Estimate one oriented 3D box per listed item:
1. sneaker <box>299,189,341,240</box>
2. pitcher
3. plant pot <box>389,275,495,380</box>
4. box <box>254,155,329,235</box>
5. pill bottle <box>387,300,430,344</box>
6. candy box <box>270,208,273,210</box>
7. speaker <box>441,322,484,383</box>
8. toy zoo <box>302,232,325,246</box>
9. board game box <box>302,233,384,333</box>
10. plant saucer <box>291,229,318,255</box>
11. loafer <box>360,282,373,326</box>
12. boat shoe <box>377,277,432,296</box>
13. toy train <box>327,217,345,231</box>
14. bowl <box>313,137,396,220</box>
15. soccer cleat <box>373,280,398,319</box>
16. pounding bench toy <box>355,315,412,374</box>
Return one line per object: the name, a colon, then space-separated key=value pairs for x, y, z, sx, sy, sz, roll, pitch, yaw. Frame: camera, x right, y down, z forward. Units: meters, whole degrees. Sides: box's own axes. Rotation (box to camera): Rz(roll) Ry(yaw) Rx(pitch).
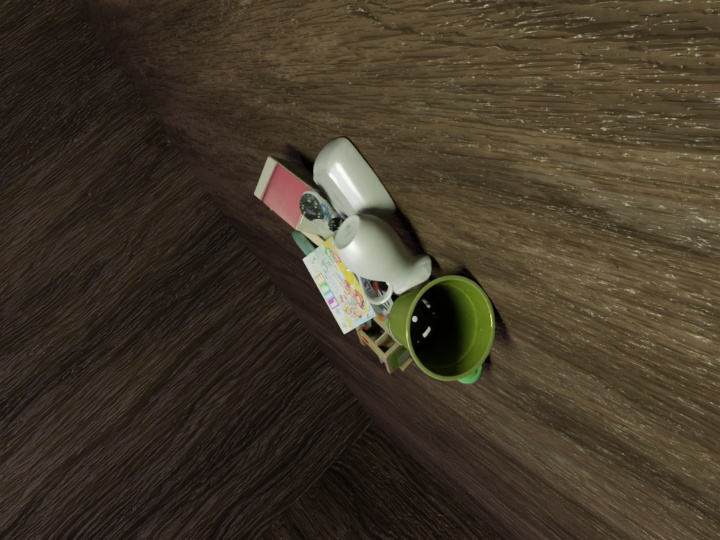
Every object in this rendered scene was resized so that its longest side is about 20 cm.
sneaker: x=-0.084 y=-0.135 z=1.574 sx=0.070 sy=0.074 sz=0.200 roll=17 pitch=162 yaw=24
pitcher: x=0.027 y=-0.016 z=1.437 sx=0.198 sy=0.171 sz=0.123 roll=32 pitch=-152 yaw=-31
plant pot: x=0.145 y=0.109 z=1.411 sx=0.202 sy=0.199 sz=0.189 roll=52 pitch=164 yaw=-14
box: x=-0.150 y=-0.183 z=1.690 sx=0.126 sy=0.111 sz=0.199 roll=9 pitch=-157 yaw=-48
pill bottle: x=0.139 y=0.131 z=1.695 sx=0.110 sy=0.109 sz=0.200 roll=49 pitch=166 yaw=-3
candy box: x=-0.136 y=-0.137 z=1.811 sx=0.196 sy=0.027 sz=0.102 roll=27 pitch=-167 yaw=1
speaker: x=0.236 y=0.182 z=1.571 sx=0.088 sy=0.088 sz=0.202 roll=39 pitch=163 yaw=36
toy zoo: x=-0.078 y=-0.077 z=1.855 sx=0.131 sy=0.021 sz=0.198 roll=39 pitch=-168 yaw=32
board game box: x=-0.041 y=0.031 z=1.573 sx=0.134 sy=0.034 sz=0.203 roll=-33 pitch=86 yaw=48
plant saucer: x=-0.106 y=-0.043 z=1.847 sx=0.200 sy=0.027 sz=0.200 roll=44 pitch=-171 yaw=-9
loafer: x=0.003 y=0.071 z=1.868 sx=0.203 sy=0.061 sz=0.073 roll=-89 pitch=-8 yaw=-49
boat shoe: x=0.119 y=0.033 z=1.620 sx=0.066 sy=0.074 sz=0.198 roll=18 pitch=175 yaw=-31
toy train: x=0.015 y=-0.074 z=1.543 sx=0.197 sy=0.035 sz=0.045 roll=24 pitch=162 yaw=-30
bowl: x=-0.026 y=-0.179 z=1.487 sx=0.201 sy=0.074 sz=0.199 roll=52 pitch=167 yaw=-13
soccer cleat: x=0.082 y=0.081 z=1.832 sx=0.084 sy=0.069 sz=0.202 roll=31 pitch=153 yaw=24
pounding bench toy: x=0.081 y=0.209 z=2.061 sx=0.156 sy=0.124 sz=0.201 roll=42 pitch=165 yaw=28
